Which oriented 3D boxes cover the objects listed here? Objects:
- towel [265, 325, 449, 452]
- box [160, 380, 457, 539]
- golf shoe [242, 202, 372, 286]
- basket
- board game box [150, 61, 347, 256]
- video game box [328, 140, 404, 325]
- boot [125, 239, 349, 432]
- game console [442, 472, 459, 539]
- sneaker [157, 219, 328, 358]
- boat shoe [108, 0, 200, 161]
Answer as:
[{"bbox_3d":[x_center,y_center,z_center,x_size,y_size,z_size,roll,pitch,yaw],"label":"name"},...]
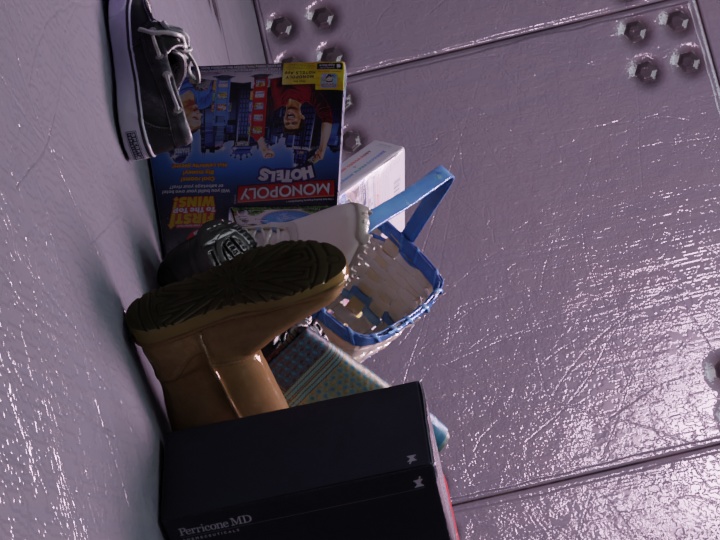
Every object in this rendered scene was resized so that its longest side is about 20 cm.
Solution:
[{"bbox_3d":[-0.032,0.138,1.304,0.200,0.147,0.022,39,12,-38],"label":"towel"},{"bbox_3d":[-0.028,0.200,1.169,0.104,0.199,0.183,-98,175,-57],"label":"box"},{"bbox_3d":[-0.079,-0.007,1.344,0.097,0.200,0.079,28,45,-37],"label":"golf shoe"},{"bbox_3d":[0.000,0.000,1.475,0.139,0.200,0.176,46,39,11],"label":"basket"},{"bbox_3d":[-0.112,-0.088,1.438,0.062,0.199,0.201,70,21,-65],"label":"board game box"},{"bbox_3d":[-0.017,-0.010,1.648,0.182,0.047,0.201,-40,138,-48],"label":"video game box"},{"bbox_3d":[-0.071,0.082,1.193,0.066,0.174,0.201,-99,172,-51],"label":"boot"},{"bbox_3d":[-0.010,0.242,1.494,0.177,0.199,0.031,-100,-175,-73],"label":"game console"},{"bbox_3d":[-0.094,0.052,1.324,0.201,0.091,0.076,58,38,-11],"label":"sneaker"},{"bbox_3d":[-0.176,-0.179,1.359,0.200,0.068,0.074,-102,178,-45],"label":"boat shoe"}]
